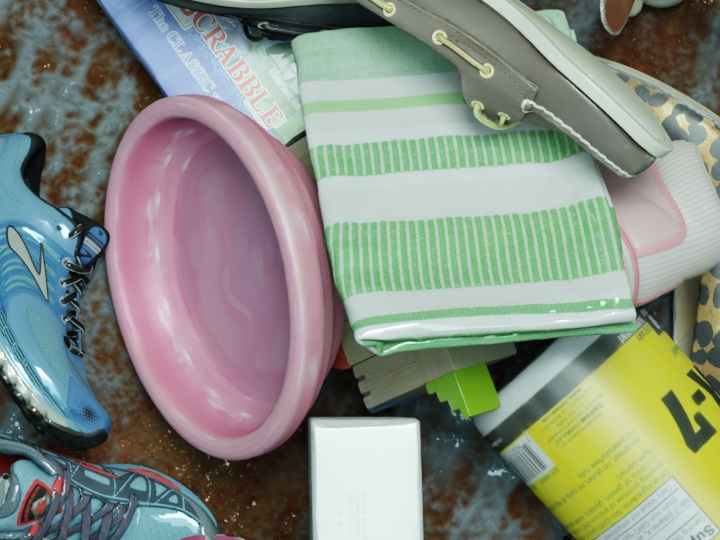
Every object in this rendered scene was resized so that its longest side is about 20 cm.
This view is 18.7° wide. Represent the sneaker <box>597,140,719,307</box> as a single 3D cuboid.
[{"bbox_3d":[0.125,-0.043,1.208,0.104,0.200,0.076,-19,123,-22],"label":"sneaker"}]

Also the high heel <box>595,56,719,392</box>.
[{"bbox_3d":[0.168,-0.019,1.239,0.200,0.071,0.143,38,88,-1],"label":"high heel"}]

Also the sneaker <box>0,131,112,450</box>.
[{"bbox_3d":[-0.178,0.004,1.224,0.090,0.078,0.200,-23,73,-7],"label":"sneaker"}]

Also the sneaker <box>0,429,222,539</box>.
[{"bbox_3d":[-0.176,0.137,1.219,0.199,0.096,0.080,16,87,2],"label":"sneaker"}]

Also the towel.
[{"bbox_3d":[0.052,-0.049,1.116,0.152,0.023,0.201,-6,56,-7],"label":"towel"}]

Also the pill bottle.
[{"bbox_3d":[0.167,0.118,1.192,0.114,0.114,0.200,-42,86,-2],"label":"pill bottle"}]

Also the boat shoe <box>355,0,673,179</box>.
[{"bbox_3d":[0.069,-0.109,1.110,0.200,0.072,0.060,42,104,10],"label":"boat shoe"}]

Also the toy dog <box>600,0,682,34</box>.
[{"bbox_3d":[0.114,-0.180,1.192,0.200,0.132,0.096,37,99,-31],"label":"toy dog"}]

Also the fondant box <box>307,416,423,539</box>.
[{"bbox_3d":[0.001,0.150,1.164,0.058,0.200,0.145,-1,86,-3],"label":"fondant box"}]

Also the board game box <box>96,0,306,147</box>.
[{"bbox_3d":[-0.051,-0.183,1.264,0.199,0.041,0.200,-36,87,-2],"label":"board game box"}]

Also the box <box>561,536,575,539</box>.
[{"bbox_3d":[0.113,0.264,1.239,0.110,0.035,0.200,30,87,2],"label":"box"}]

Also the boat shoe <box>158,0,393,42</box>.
[{"bbox_3d":[-0.039,-0.156,1.210,0.199,0.066,0.075,-2,54,-8],"label":"boat shoe"}]

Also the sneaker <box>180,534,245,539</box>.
[{"bbox_3d":[-0.105,0.207,1.203,0.199,0.074,0.088,-19,131,24],"label":"sneaker"}]

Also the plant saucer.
[{"bbox_3d":[-0.071,0.001,1.196,0.051,0.200,0.201,-13,86,-35],"label":"plant saucer"}]

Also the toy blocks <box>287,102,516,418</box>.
[{"bbox_3d":[0.000,0.000,1.210,0.100,0.137,0.201,-13,80,-43],"label":"toy blocks"}]
